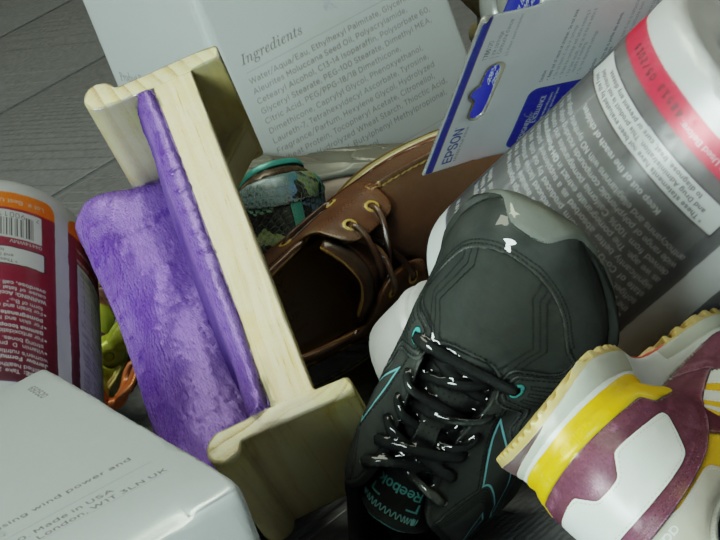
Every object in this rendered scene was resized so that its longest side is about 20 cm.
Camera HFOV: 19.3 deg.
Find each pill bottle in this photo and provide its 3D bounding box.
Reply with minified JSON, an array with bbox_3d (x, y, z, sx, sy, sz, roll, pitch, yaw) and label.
[{"bbox_3d":[0.098,-0.009,0.866,0.200,0.111,0.111,-44,8,25],"label":"pill bottle"},{"bbox_3d":[-0.168,0.062,0.945,0.109,0.110,0.201,-18,45,9],"label":"pill bottle"}]

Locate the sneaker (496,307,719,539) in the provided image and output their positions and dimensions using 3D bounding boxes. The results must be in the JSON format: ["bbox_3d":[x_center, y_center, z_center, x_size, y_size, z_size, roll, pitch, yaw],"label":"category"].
[{"bbox_3d":[0.124,0.073,0.776,0.075,0.090,0.200,-52,-19,24],"label":"sneaker"}]

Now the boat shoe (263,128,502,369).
[{"bbox_3d":[-0.001,0.000,0.991,0.199,0.072,0.068,-34,9,-11],"label":"boat shoe"}]

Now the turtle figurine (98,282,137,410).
[{"bbox_3d":[-0.143,0.039,1.111,0.200,0.064,0.161,-50,21,10],"label":"turtle figurine"}]

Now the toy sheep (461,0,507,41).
[{"bbox_3d":[0.131,-0.169,1.326,0.137,0.139,0.200,-31,15,-28],"label":"toy sheep"}]

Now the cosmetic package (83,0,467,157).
[{"bbox_3d":[-0.049,-0.134,1.308,0.164,0.201,0.165,-30,21,-24],"label":"cosmetic package"}]

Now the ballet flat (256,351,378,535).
[{"bbox_3d":[-0.003,0.058,0.968,0.199,0.047,0.067,-30,21,-25],"label":"ballet flat"}]

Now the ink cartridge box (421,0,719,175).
[{"bbox_3d":[0.115,-0.102,0.888,0.199,0.100,0.039,-14,59,-27],"label":"ink cartridge box"}]

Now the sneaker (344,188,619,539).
[{"bbox_3d":[0.040,0.054,0.782,0.075,0.201,0.079,29,52,13],"label":"sneaker"}]

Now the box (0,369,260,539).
[{"bbox_3d":[-0.139,0.151,0.728,0.198,0.131,0.200,-28,20,-21],"label":"box"}]

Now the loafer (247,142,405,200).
[{"bbox_3d":[-0.014,-0.036,1.208,0.199,0.063,0.072,-4,13,-23],"label":"loafer"}]

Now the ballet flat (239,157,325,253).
[{"bbox_3d":[-0.061,0.012,1.105,0.074,0.074,0.200,-29,-11,-23],"label":"ballet flat"}]

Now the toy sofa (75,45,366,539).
[{"bbox_3d":[-0.067,0.012,0.907,0.097,0.083,0.201,-23,58,0],"label":"toy sofa"}]
